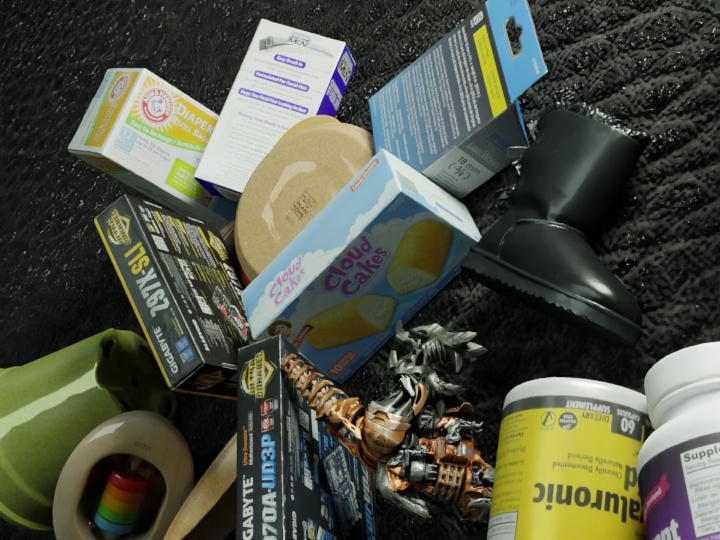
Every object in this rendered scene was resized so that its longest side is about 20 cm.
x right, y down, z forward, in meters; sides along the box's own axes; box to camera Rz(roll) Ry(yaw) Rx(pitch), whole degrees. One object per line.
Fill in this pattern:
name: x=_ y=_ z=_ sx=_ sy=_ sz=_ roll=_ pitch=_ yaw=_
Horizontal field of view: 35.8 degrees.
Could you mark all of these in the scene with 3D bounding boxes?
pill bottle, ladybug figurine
pill bottle: x=0.138 y=0.182 z=0.731 sx=0.111 sy=0.111 sz=0.201 roll=-15 pitch=56 yaw=45
pill bottle: x=0.222 y=0.148 z=0.650 sx=0.111 sy=0.111 sz=0.201 roll=-30 pitch=45 yaw=35
ladybug figurine: x=-0.243 y=0.227 z=1.150 sx=0.201 sy=0.135 sz=0.072 roll=-63 pitch=11 yaw=17

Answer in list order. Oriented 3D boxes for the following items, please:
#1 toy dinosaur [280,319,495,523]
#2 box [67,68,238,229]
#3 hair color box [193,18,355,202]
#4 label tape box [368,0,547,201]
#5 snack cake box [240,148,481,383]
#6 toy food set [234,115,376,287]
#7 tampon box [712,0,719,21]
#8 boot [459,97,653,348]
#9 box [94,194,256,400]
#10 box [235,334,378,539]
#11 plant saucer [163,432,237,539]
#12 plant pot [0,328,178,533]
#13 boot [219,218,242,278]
toy dinosaur: x=0.035 y=0.114 z=0.861 sx=0.136 sy=0.200 sz=0.102 roll=-57 pitch=9 yaw=-35
box: x=-0.218 y=-0.139 z=1.299 sx=0.101 sy=0.199 sz=0.113 roll=13 pitch=76 yaw=53
hair color box: x=-0.094 y=-0.169 z=1.249 sx=0.109 sy=0.065 sz=0.201 roll=19 pitch=81 yaw=17
label tape box: x=0.102 y=-0.156 z=1.040 sx=0.200 sy=0.063 sz=0.145 roll=-35 pitch=43 yaw=31
snack cake box: x=0.000 y=0.000 z=1.015 sx=0.200 sy=0.115 sz=0.067 roll=-45 pitch=39 yaw=21
toy food set: x=-0.048 y=-0.057 z=1.129 sx=0.199 sy=0.049 sz=0.199 roll=29 pitch=87 yaw=35
tampon box: x=0.351 y=-0.234 z=0.739 sx=0.149 sy=0.126 sz=0.201 roll=3 pitch=70 yaw=52
boot: x=0.175 y=-0.042 z=0.875 sx=0.163 sy=0.073 sz=0.198 roll=-58 pitch=35 yaw=-2
box: x=-0.162 y=0.030 z=1.096 sx=0.049 sy=0.159 sz=0.201 roll=-36 pitch=66 yaw=15
box: x=-0.041 y=0.175 z=0.907 sx=0.046 sy=0.159 sz=0.201 roll=-21 pitch=50 yaw=20
plant saucer: x=-0.108 y=0.186 z=1.032 sx=0.200 sy=0.035 sz=0.200 roll=-50 pitch=6 yaw=7
plant pot: x=-0.313 y=0.162 z=1.243 sx=0.183 sy=0.200 sz=0.201 roll=-30 pitch=45 yaw=20
boot: x=-0.141 y=0.033 z=1.200 sx=0.097 sy=0.074 sz=0.201 roll=3 pitch=67 yaw=54
